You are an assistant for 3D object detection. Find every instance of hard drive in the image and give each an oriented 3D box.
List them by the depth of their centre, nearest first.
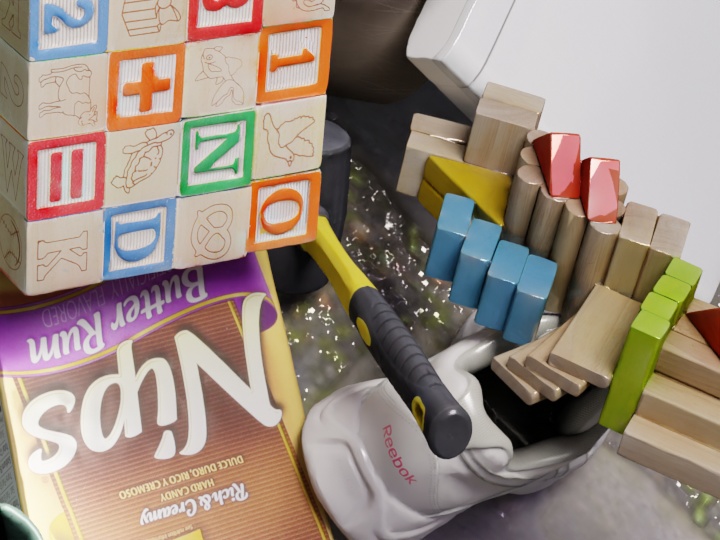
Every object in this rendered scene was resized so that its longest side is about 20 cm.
[{"bbox_3d":[0.106,-0.087,0.984,0.200,0.027,0.132,41,67,-42],"label":"hard drive"}]

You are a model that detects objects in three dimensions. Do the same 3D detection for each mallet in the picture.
[{"bbox_3d":[0.000,0.000,0.875,0.041,0.200,0.066,-2,110,-20],"label":"mallet"}]

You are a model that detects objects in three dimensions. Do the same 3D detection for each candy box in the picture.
[{"bbox_3d":[-0.088,0.033,0.895,0.117,0.056,0.200,-4,70,-28],"label":"candy box"}]

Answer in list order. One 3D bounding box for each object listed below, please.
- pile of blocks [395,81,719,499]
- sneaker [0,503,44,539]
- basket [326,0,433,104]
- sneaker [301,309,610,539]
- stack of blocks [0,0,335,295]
[{"bbox_3d":[0.077,-0.004,0.853,0.082,0.062,0.200,-22,50,-36],"label":"pile of blocks"},{"bbox_3d":[-0.194,0.122,0.765,0.200,0.118,0.074,-23,80,-30],"label":"sneaker"},{"bbox_3d":[-0.065,-0.141,0.941,0.200,0.136,0.180,12,20,-28],"label":"basket"},{"bbox_3d":[0.072,0.046,0.919,0.200,0.099,0.078,-29,93,-51],"label":"sneaker"},{"bbox_3d":[-0.071,-0.101,0.821,0.115,0.200,0.059,-12,31,-29],"label":"stack of blocks"}]
